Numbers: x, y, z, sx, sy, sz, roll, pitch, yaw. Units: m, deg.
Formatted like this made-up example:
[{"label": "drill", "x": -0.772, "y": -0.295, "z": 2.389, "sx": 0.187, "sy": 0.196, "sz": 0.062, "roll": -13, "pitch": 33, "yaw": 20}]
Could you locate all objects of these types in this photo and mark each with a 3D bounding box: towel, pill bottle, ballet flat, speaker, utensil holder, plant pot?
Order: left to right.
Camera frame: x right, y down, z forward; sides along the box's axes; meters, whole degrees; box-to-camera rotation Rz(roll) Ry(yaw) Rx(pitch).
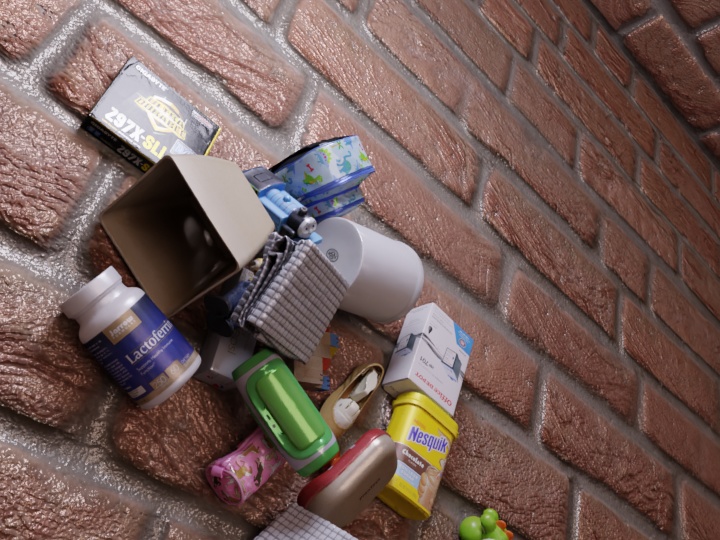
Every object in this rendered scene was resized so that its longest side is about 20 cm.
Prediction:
[{"label": "pill bottle", "x": -0.343, "y": 0.098, "z": 1.042, "sx": 0.200, "sy": 0.115, "sz": 0.116, "roll": 52, "pitch": 46, "yaw": -13}, {"label": "plant pot", "x": -0.262, "y": -0.072, "z": 1.144, "sx": 0.200, "sy": 0.200, "sz": 0.177, "roll": 58, "pitch": 32, "yaw": -3}, {"label": "speaker", "x": -0.119, "y": 0.224, "z": 1.112, "sx": 0.088, "sy": 0.088, "sz": 0.200, "roll": -31, "pitch": 85, "yaw": -46}, {"label": "towel", "x": -0.114, "y": 0.046, "z": 1.125, "sx": 0.166, "sy": 0.085, "sz": 0.200, "roll": -59, "pitch": 151, "yaw": -10}, {"label": "towel", "x": -0.087, "y": 0.471, "z": 1.066, "sx": 0.165, "sy": 0.199, "sz": 0.086, "roll": -35, "pitch": 127, "yaw": -41}, {"label": "ballet flat", "x": -0.018, "y": 0.243, "z": 1.322, "sx": 0.069, "sy": 0.063, "sz": 0.200, "roll": 50, "pitch": 46, "yaw": -15}, {"label": "utensil holder", "x": 0.000, "y": 0.000, "z": 1.336, "sx": 0.200, "sy": 0.169, "sz": 0.171, "roll": 23, "pitch": 57, "yaw": -52}]

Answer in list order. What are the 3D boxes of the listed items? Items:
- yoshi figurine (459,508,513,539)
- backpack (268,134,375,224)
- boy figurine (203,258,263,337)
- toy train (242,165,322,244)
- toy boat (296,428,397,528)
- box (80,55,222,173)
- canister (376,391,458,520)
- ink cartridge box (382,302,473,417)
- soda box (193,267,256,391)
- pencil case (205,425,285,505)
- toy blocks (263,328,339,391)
[{"label": "yoshi figurine", "x": 0.260, "y": 0.584, "z": 1.437, "sx": 0.111, "sy": 0.112, "sz": 0.201, "roll": -14, "pitch": 98, "yaw": -6}, {"label": "backpack", "x": -0.072, "y": -0.168, "z": 1.348, "sx": 0.183, "sy": 0.200, "sz": 0.148, "roll": -30, "pitch": 94, "yaw": -46}, {"label": "boy figurine", "x": -0.168, "y": 0.032, "z": 1.169, "sx": 0.200, "sy": 0.064, "sz": 0.125, "roll": -35, "pitch": 131, "yaw": -47}, {"label": "toy train", "x": -0.155, "y": -0.097, "z": 1.260, "sx": 0.200, "sy": 0.115, "sz": 0.087, "roll": 39, "pitch": 42, "yaw": 24}, {"label": "toy boat", "x": -0.036, "y": 0.350, "z": 1.228, "sx": 0.200, "sy": 0.130, "sz": 0.131, "roll": -39, "pitch": 142, "yaw": -27}, {"label": "box", "x": -0.360, "y": -0.252, "z": 1.223, "sx": 0.200, "sy": 0.049, "sz": 0.160, "roll": 39, "pitch": 52, "yaw": -25}, {"label": "canister", "x": 0.103, "y": 0.364, "z": 1.369, "sx": 0.148, "sy": 0.086, "sz": 0.201, "roll": 42, "pitch": 50, "yaw": -21}, {"label": "ink cartridge box", "x": 0.146, "y": 0.195, "z": 1.482, "sx": 0.146, "sy": 0.086, "sz": 0.201, "roll": 42, "pitch": 47, "yaw": -23}, {"label": "soda box", "x": -0.216, "y": 0.099, "z": 1.197, "sx": 0.068, "sy": 0.064, "sz": 0.201, "roll": 32, "pitch": 53, "yaw": -29}, {"label": "pencil case", "x": -0.162, "y": 0.295, "z": 1.151, "sx": 0.087, "sy": 0.083, "sz": 0.200, "roll": 51, "pitch": 46, "yaw": -2}, {"label": "toy blocks", "x": -0.096, "y": 0.139, "z": 1.285, "sx": 0.136, "sy": 0.100, "sz": 0.201, "roll": 20, "pitch": 60, "yaw": -50}]
